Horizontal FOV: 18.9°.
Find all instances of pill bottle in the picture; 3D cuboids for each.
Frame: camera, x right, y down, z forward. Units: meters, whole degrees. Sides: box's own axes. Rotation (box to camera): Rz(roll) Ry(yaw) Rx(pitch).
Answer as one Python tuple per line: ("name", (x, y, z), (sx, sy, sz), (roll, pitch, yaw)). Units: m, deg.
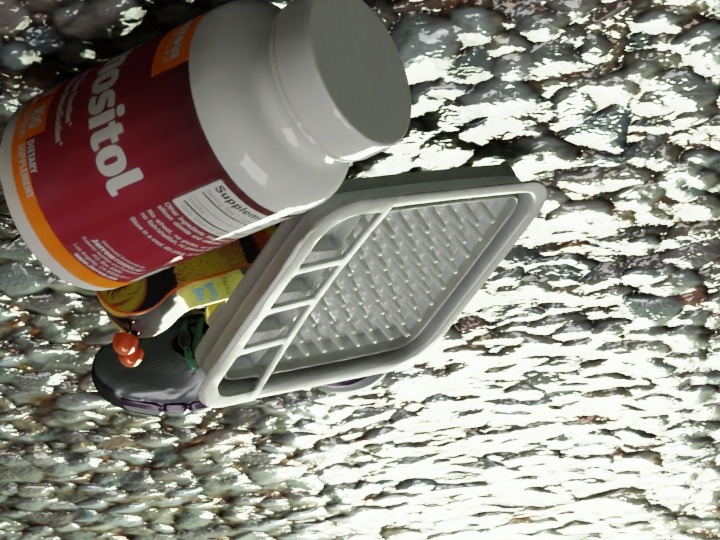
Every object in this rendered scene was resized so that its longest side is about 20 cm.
("pill bottle", (-0.079, -0.070, 1.108), (0.200, 0.113, 0.113), (-22, 149, 31))

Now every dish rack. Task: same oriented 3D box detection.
("dish rack", (0.000, 0.000, 1.244), (0.200, 0.044, 0.172), (-8, 142, -45))

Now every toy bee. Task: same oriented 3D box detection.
("toy bee", (-0.110, 0.003, 1.260), (0.200, 0.109, 0.131), (-15, 153, 23))

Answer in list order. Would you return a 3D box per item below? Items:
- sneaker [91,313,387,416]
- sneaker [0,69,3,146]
("sneaker", (-0.075, 0.037, 1.396), (0.200, 0.074, 0.088), (-7, 141, -13))
("sneaker", (-0.280, -0.087, 1.105), (0.200, 0.078, 0.140), (-6, 154, -17))
